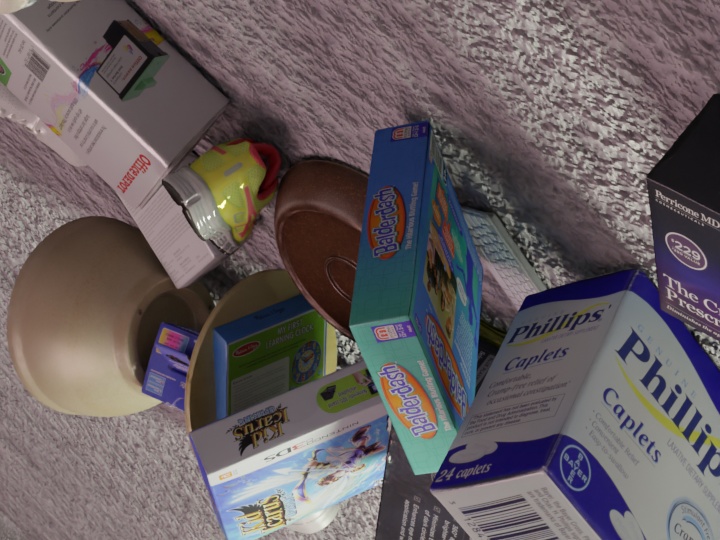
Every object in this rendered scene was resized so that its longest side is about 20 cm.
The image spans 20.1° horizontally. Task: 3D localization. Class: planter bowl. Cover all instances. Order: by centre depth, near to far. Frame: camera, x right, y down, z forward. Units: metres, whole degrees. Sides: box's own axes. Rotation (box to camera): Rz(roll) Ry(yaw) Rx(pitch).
[{"bbox_3d":[-0.225,0.053,1.983,0.135,0.200,0.200,10,144,43],"label":"planter bowl"}]

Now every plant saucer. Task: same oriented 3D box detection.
[{"bbox_3d":[0.000,0.000,1.649,0.200,0.034,0.200,33,149,23],"label":"plant saucer"}]

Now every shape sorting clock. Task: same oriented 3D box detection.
[{"bbox_3d":[-0.088,0.097,1.806,0.039,0.200,0.200,17,149,35],"label":"shape sorting clock"}]

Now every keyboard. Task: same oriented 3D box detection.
[{"bbox_3d":[0.130,0.025,1.541,0.056,0.011,0.200,11,144,54],"label":"keyboard"}]

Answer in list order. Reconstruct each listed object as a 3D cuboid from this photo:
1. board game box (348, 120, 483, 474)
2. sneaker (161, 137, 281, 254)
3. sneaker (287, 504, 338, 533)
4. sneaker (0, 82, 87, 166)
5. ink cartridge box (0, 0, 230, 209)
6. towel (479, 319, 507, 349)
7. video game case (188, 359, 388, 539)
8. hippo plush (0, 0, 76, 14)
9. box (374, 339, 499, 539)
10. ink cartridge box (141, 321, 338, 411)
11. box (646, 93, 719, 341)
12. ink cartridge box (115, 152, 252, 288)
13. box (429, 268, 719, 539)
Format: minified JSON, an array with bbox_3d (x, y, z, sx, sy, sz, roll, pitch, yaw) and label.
[{"bbox_3d":[0.043,0.018,1.420,0.045,0.200,0.152,-10,131,15],"label":"board game box"},{"bbox_3d":[-0.101,-0.068,1.680,0.078,0.090,0.200,54,-178,-1],"label":"sneaker"},{"bbox_3d":[-0.121,0.239,2.346,0.200,0.074,0.116,-4,130,50],"label":"sneaker"},{"bbox_3d":[-0.321,-0.161,1.854,0.075,0.088,0.200,17,146,57],"label":"sneaker"},{"bbox_3d":[-0.218,-0.160,1.686,0.200,0.084,0.145,44,160,-4],"label":"ink cartridge box"},{"bbox_3d":[0.046,0.027,1.692,0.200,0.018,0.086,32,161,23],"label":"towel"},{"bbox_3d":[-0.045,0.156,1.725,0.200,0.181,0.046,84,163,-65],"label":"video game case"},{"bbox_3d":[-0.207,-0.286,1.394,0.200,0.159,0.161,-86,-19,-63],"label":"hippo plush"},{"bbox_3d":[0.126,0.186,1.626,0.200,0.117,0.197,27,140,18],"label":"box"},{"bbox_3d":[-0.109,0.108,1.913,0.200,0.077,0.136,13,-176,-45],"label":"ink cartridge box"},{"bbox_3d":[0.269,0.004,1.161,0.200,0.079,0.141,30,154,29],"label":"box"},{"bbox_3d":[-0.185,-0.089,1.860,0.200,0.050,0.162,60,159,1],"label":"ink cartridge box"},{"bbox_3d":[0.171,0.133,1.392,0.105,0.200,0.184,-19,120,42],"label":"box"}]
